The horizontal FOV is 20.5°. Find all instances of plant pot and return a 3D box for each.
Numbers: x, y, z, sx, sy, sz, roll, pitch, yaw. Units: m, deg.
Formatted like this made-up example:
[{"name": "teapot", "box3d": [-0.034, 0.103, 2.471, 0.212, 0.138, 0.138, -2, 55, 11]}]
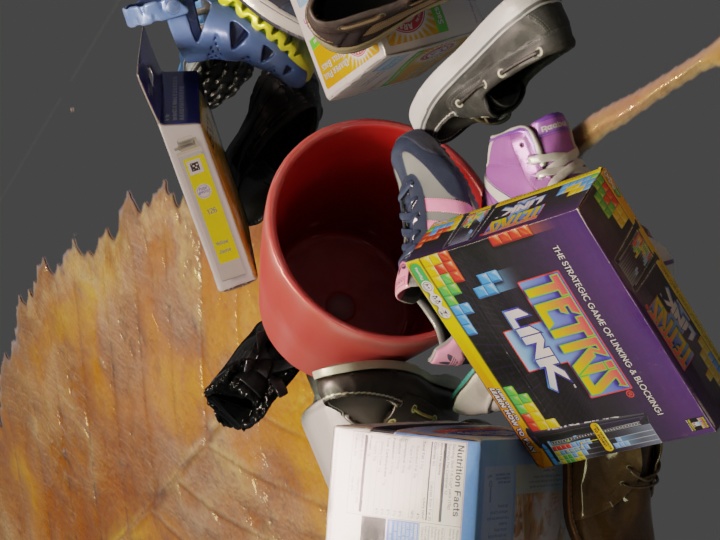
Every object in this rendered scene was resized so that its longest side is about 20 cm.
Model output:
[{"name": "plant pot", "box3d": [0.000, 0.000, 1.669, 0.202, 0.199, 0.178, 63, 156, 14]}]

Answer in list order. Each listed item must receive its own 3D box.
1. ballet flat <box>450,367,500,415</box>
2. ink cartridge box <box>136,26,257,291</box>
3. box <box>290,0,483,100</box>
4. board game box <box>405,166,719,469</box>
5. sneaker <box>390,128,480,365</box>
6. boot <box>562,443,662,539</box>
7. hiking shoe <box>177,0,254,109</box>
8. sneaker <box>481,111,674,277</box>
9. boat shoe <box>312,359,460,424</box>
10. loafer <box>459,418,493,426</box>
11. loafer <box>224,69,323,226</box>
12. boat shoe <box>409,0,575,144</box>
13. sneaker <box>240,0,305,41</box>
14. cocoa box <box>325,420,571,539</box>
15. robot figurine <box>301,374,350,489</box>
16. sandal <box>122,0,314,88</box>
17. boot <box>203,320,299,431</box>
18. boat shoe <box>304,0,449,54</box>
[{"name": "ballet flat", "box3d": [0.129, 0.073, 1.614, 0.070, 0.069, 0.201, 56, 145, 24]}, {"name": "ink cartridge box", "box3d": [-0.143, -0.106, 1.744, 0.198, 0.047, 0.202, -105, -2, -71]}, {"name": "box", "box3d": [0.003, -0.255, 1.600, 0.112, 0.101, 0.202, -27, 83, 59]}, {"name": "board game box", "box3d": [0.151, 0.040, 1.433, 0.164, 0.057, 0.201, -18, 114, 43]}, {"name": "sneaker", "box3d": [0.055, -0.018, 1.551, 0.201, 0.081, 0.070, 64, 157, 22]}, {"name": "boot", "box3d": [0.201, 0.163, 1.537, 0.075, 0.073, 0.202, -13, 92, 49]}, {"name": "hiking shoe", "box3d": [-0.134, -0.238, 1.868, 0.087, 0.074, 0.201, 55, 134, 32]}, {"name": "sneaker", "box3d": [0.157, -0.055, 1.491, 0.200, 0.072, 0.116, 23, 119, 49]}, {"name": "boat shoe", "box3d": [0.028, 0.113, 1.654, 0.071, 0.201, 0.061, -10, 76, 30]}, {"name": "loafer", "box3d": [0.148, 0.207, 1.662, 0.072, 0.063, 0.201, -43, 68, 21]}, {"name": "loafer", "box3d": [-0.083, -0.107, 1.845, 0.071, 0.067, 0.201, 62, 145, 32]}, {"name": "boat shoe", "box3d": [0.100, -0.145, 1.537, 0.057, 0.068, 0.200, 62, 146, 15]}, {"name": "sneaker", "box3d": [-0.061, -0.295, 1.704, 0.202, 0.077, 0.147, 37, 108, -2]}, {"name": "cocoa box", "box3d": [0.077, 0.189, 1.552, 0.130, 0.199, 0.135, 3, 88, 30]}, {"name": "robot figurine", "box3d": [0.019, 0.165, 1.779, 0.202, 0.112, 0.170, 67, -172, 8]}, {"name": "sandal", "box3d": [-0.131, -0.218, 1.756, 0.199, 0.080, 0.087, 35, 104, 1]}, {"name": "boot", "box3d": [-0.081, 0.074, 1.822, 0.073, 0.163, 0.198, 36, 158, -3]}, {"name": "boat shoe", "box3d": [0.044, -0.230, 1.479, 0.075, 0.199, 0.073, 53, -170, 6]}]
